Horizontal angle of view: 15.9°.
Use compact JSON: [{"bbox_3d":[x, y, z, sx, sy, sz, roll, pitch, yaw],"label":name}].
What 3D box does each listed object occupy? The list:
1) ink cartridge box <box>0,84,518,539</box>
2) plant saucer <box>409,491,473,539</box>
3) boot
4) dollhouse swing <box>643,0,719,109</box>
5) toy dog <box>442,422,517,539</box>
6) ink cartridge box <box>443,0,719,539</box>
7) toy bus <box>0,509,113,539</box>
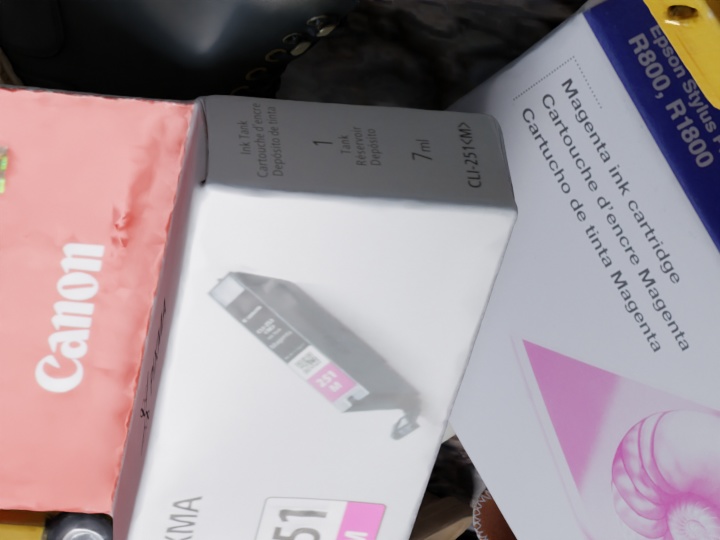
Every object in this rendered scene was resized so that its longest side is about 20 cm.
[{"bbox_3d":[-0.060,0.029,0.784,0.173,0.044,0.200,3,137,-12],"label":"ink cartridge box"},{"bbox_3d":[-0.039,0.153,1.128,0.029,0.200,0.200,55,154,10],"label":"plant saucer"},{"bbox_3d":[-0.034,-0.047,0.770,0.138,0.078,0.200,-13,130,38],"label":"boot"},{"bbox_3d":[0.149,-0.056,0.584,0.200,0.176,0.182,-1,151,30],"label":"dollhouse swing"},{"bbox_3d":[0.035,0.058,0.948,0.200,0.132,0.096,12,134,26],"label":"toy dog"},{"bbox_3d":[0.098,0.021,0.762,0.200,0.043,0.197,-36,83,51],"label":"ink cartridge box"},{"bbox_3d":[-0.074,0.127,0.987,0.200,0.078,0.065,13,-169,-8],"label":"toy bus"}]
